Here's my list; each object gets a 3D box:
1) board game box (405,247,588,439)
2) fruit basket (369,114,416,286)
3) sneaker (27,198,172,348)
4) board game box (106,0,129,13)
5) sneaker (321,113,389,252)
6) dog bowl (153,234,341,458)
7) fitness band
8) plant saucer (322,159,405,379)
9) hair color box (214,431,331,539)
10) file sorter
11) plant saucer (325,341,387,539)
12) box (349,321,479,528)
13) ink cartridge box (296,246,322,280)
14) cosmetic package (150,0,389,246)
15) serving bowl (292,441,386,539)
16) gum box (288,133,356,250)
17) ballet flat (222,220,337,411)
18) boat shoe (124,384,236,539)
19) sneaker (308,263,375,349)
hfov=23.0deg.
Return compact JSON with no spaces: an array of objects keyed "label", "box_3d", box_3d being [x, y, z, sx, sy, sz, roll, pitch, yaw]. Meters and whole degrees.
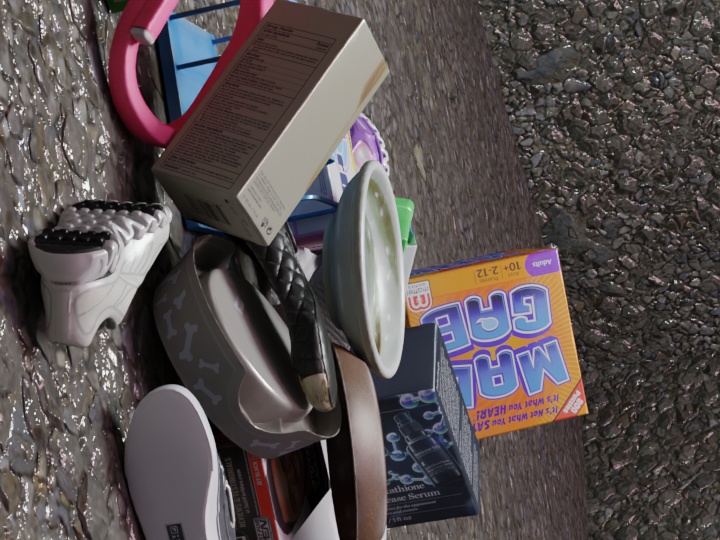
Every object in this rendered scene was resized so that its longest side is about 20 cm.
[{"label":"board game box","box_3d":[0.132,0.090,2.136,0.200,0.198,0.202,177,-98,-76]},{"label":"fruit basket","box_3d":[0.010,-0.050,2.020,0.201,0.093,0.186,-90,-169,-57]},{"label":"sneaker","box_3d":[-0.188,-0.003,1.282,0.200,0.075,0.082,-50,142,-71]},{"label":"board game box","box_3d":[-0.199,-0.331,1.533,0.200,0.040,0.154,-76,153,-61]},{"label":"sneaker","box_3d":[-0.017,-0.081,1.862,0.088,0.080,0.202,12,67,-64]},{"label":"dog bowl","box_3d":[-0.097,0.069,1.480,0.200,0.059,0.200,51,15,-19]},{"label":"fitness band","box_3d":[-0.139,-0.198,1.496,0.201,0.037,0.144,-61,143,-22]},{"label":"plant saucer","box_3d":[0.000,0.000,1.630,0.200,0.050,0.202,-3,90,-79]},{"label":"hair color box","box_3d":[-0.083,0.180,1.584,0.200,0.061,0.102,-40,118,-75]},{"label":"file sorter","box_3d":[-0.099,-0.142,1.636,0.139,0.122,0.202,12,69,-76]},{"label":"plant saucer","box_3d":[-0.004,0.163,1.581,0.200,0.034,0.202,176,-90,-82]},{"label":"box","box_3d":[0.036,0.173,1.913,0.107,0.147,0.201,-85,160,-50]},{"label":"ink cartridge box","box_3d":[-0.081,-0.085,1.842,0.200,0.044,0.177,-59,137,-71]},{"label":"cosmetic package","box_3d":[-0.074,-0.128,1.493,0.200,0.105,0.071,-55,142,-20]},{"label":"serving bowl","box_3d":[-0.016,0.251,1.778,0.200,0.065,0.202,-7,90,-74]},{"label":"gum box","box_3d":[-0.053,-0.128,1.753,0.113,0.066,0.202,12,68,-75]},{"label":"ballet flat","box_3d":[-0.065,0.031,1.488,0.067,0.056,0.201,78,-9,-67]},{"label":"boat shoe","box_3d":[-0.129,0.178,1.361,0.068,0.071,0.201,-53,134,-70]},{"label":"sneaker","box_3d":[-0.034,0.032,1.797,0.115,0.072,0.201,-88,-165,-48]}]
